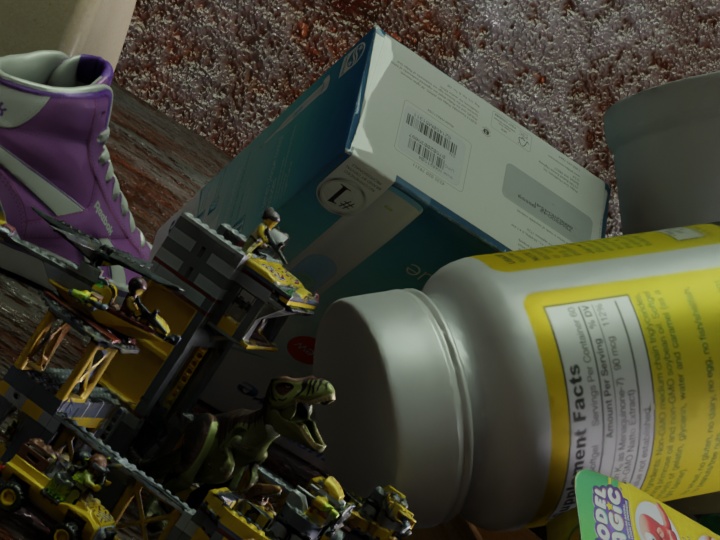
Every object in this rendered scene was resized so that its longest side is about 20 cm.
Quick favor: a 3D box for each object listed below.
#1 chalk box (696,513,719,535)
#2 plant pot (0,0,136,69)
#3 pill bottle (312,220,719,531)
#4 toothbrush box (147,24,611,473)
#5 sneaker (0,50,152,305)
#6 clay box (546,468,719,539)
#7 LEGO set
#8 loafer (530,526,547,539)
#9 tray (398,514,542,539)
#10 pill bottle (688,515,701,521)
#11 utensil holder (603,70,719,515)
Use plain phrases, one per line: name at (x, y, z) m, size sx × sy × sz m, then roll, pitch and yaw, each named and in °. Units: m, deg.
chalk box at (0.234, 0.199, 1.004) m, size 0.200 × 0.125 × 0.124 m, roll 37°, pitch 5°, yaw 27°
plant pot at (-0.238, -0.167, 1.269) m, size 0.199 × 0.178 × 0.200 m, roll 33°, pitch 5°, yaw -1°
pill bottle at (0.088, 0.045, 0.861) m, size 0.198 × 0.115 × 0.114 m, roll -8°, pitch 21°, yaw -20°
toothbrush box at (0.000, 0.000, 0.992) m, size 0.146 × 0.200 × 0.086 m, roll 32°, pitch 47°, yaw -21°
sneaker at (-0.140, -0.047, 1.066) m, size 0.072 × 0.115 × 0.200 m, roll 33°, pitch 2°, yaw 29°
clay box at (0.140, 0.166, 0.824) m, size 0.199 × 0.047 × 0.116 m, roll 30°, pitch 42°, yaw -34°
LEGO set at (-0.041, 0.043, 0.720) m, size 0.153 × 0.116 × 0.200 m, roll 35°, pitch 4°, yaw 21°
loafer at (0.104, 0.133, 1.184) m, size 0.200 × 0.076 × 0.068 m, roll 40°, pitch -2°, yaw -28°
tray at (0.066, 0.142, 0.930) m, size 0.098 × 0.037 × 0.200 m, roll 40°, pitch 4°, yaw -10°
pill bottle at (0.208, 0.125, 1.138) m, size 0.200 × 0.111 × 0.111 m, roll 50°, pitch 1°, yaw -9°
utensil holder at (0.214, 0.011, 1.007) m, size 0.168 × 0.202 × 0.170 m, roll -7°, pitch -6°, yaw -1°
